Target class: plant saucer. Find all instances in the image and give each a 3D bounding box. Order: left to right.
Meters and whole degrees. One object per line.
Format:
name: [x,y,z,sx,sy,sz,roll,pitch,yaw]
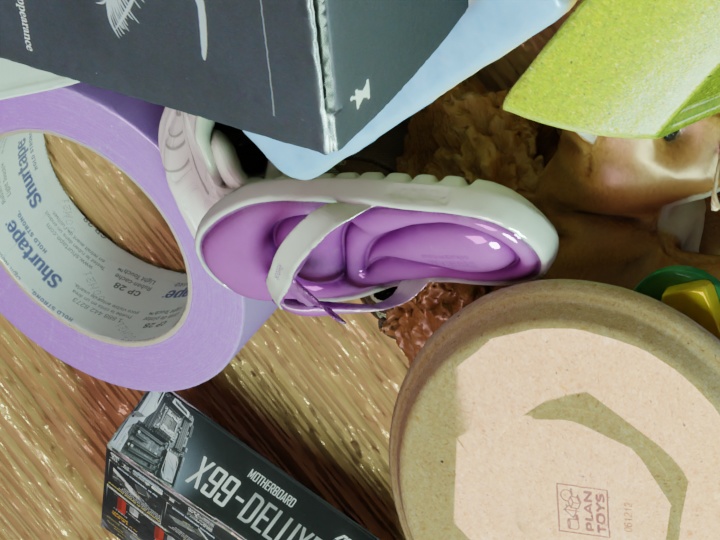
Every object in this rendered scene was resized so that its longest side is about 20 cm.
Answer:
plant saucer: [0.176,-0.123,1.098,0.048,0.200,0.200,56,143,14]

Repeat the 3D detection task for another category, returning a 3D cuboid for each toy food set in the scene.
toy food set: [0.105,0.096,1.257,0.198,0.049,0.200,-11,103,31]

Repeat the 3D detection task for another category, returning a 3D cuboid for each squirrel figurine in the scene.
squirrel figurine: [0.095,-0.023,1.312,0.200,0.142,0.187,15,127,25]

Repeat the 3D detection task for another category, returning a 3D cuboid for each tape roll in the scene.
tape roll: [-0.129,-0.034,1.530,0.200,0.066,0.200,21,136,22]

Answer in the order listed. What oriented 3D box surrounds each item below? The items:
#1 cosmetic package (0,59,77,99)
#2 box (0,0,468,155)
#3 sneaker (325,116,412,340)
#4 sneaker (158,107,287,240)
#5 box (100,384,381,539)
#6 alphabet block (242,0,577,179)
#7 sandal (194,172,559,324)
cosmetic package: [-0.241,-0.168,1.357,0.165,0.165,0.200,-1,103,50]
box: [-0.072,-0.148,1.037,0.200,0.104,0.148,18,135,24]
sneaker: [0.030,0.013,1.437,0.070,0.076,0.200,-6,121,42]
sneaker: [-0.056,-0.057,1.361,0.078,0.099,0.200,-4,136,-3]
box: [-0.051,0.159,1.620,0.200,0.050,0.158,35,160,8]
alphabet block: [0.012,-0.190,1.171,0.196,0.200,0.195,50,140,-10]
sandal: [-0.005,-0.004,1.284,0.202,0.050,0.082,-9,139,45]
